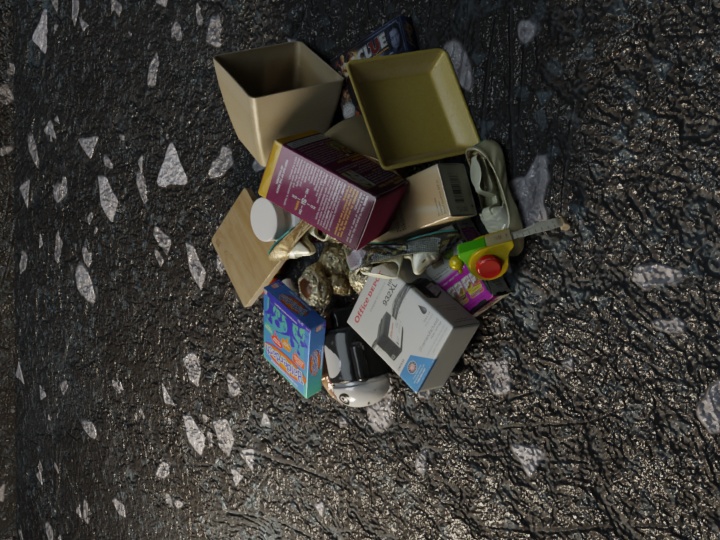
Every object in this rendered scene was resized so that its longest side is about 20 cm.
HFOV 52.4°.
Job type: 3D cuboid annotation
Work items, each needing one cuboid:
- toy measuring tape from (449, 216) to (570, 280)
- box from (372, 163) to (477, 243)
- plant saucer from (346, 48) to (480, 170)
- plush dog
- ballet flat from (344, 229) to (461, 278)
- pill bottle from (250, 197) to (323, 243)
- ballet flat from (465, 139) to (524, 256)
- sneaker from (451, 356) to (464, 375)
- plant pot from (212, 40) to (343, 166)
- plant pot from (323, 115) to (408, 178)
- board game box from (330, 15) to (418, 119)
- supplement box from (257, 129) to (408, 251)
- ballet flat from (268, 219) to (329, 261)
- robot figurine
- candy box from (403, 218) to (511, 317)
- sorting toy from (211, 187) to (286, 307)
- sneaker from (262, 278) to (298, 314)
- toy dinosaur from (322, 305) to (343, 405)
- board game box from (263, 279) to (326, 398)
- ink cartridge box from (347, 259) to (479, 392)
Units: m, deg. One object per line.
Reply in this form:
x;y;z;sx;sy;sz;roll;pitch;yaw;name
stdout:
0.242;-0.030;1.183;0.199;0.074;0.074;-16;84;12;toy measuring tape
0.091;-0.107;1.256;0.199;0.077;0.096;-22;81;43;box
0.086;-0.271;1.254;0.048;0.199;0.201;-40;67;65;plant saucer
0.000;0.000;1.427;0.171;0.160;0.201;28;97;19;plush dog
0.074;-0.022;1.237;0.199;0.072;0.073;-8;92;5;ballet flat
-0.116;-0.109;1.471;0.113;0.199;0.114;10;105;45;pill bottle
0.218;-0.119;1.218;0.069;0.069;0.202;-19;83;46;ballet flat
0.114;0.146;1.380;0.199;0.074;0.080;27;139;38;sneaker
-0.167;-0.330;1.489;0.200;0.199;0.178;49;147;40;plant pot
0.001;-0.208;1.365;0.200;0.200;0.135;-22;47;46;plant pot
0.031;-0.375;1.392;0.199;0.034;0.137;-18;83;46;board game box
-0.044;-0.136;1.200;0.199;0.131;0.104;31;118;16;supplement box
-0.096;-0.068;1.358;0.065;0.070;0.200;50;118;11;ballet flat
-0.011;0.171;1.462;0.124;0.150;0.202;-13;87;32;robot figurine
0.161;-0.012;1.298;0.136;0.061;0.201;-40;68;41;candy box
-0.243;-0.055;1.707;0.199;0.069;0.201;-48;63;39;sorting toy
-0.164;0.070;1.621;0.200;0.077;0.100;16;99;61;sneaker
-0.075;0.189;1.559;0.135;0.085;0.201;-34;70;46;toy dinosaur
-0.137;0.141;1.490;0.152;0.045;0.201;37;139;33;board game box
0.087;0.090;1.281;0.200;0.083;0.146;43;120;33;ink cartridge box
